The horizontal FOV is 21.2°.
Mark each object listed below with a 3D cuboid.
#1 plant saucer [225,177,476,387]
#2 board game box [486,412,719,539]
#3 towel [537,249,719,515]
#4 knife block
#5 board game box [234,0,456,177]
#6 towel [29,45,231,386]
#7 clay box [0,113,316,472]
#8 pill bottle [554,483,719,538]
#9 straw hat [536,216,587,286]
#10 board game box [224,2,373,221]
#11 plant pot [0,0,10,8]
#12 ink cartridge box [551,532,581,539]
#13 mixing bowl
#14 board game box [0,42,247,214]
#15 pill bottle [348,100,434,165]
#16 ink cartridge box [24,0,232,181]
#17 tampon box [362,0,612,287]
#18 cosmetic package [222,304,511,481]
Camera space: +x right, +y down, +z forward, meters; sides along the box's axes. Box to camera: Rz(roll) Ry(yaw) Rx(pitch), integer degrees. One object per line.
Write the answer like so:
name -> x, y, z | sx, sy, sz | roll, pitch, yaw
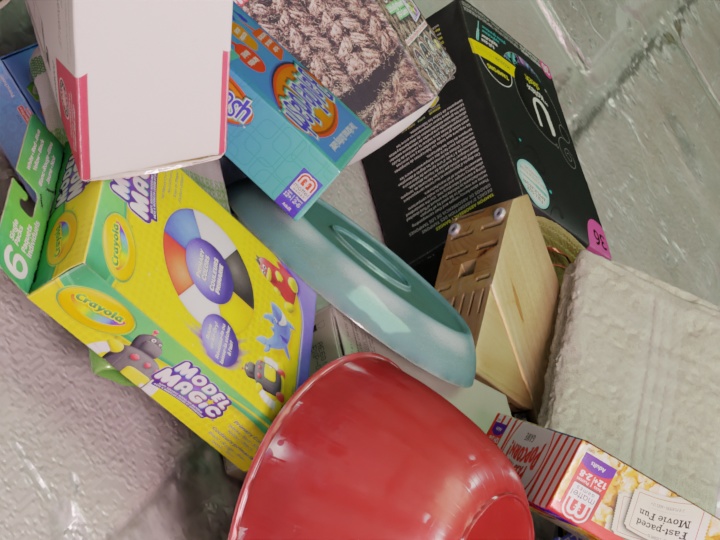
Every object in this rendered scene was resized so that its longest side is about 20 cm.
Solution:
plant saucer -> 0.000, 0.000, 1.210 | 0.200, 0.027, 0.200 | 37, 8, -6
board game box -> 0.176, 0.157, 1.139 | 0.199, 0.047, 0.151 | 30, -5, -13
towel -> 0.186, 0.086, 1.306 | 0.132, 0.035, 0.201 | 23, 52, -8
knife block -> 0.124, 0.073, 1.362 | 0.175, 0.064, 0.201 | 35, 57, -32
board game box -> -0.058, -0.169, 1.300 | 0.201, 0.159, 0.097 | 56, 17, -7
towel -> -0.123, -0.021, 1.100 | 0.149, 0.031, 0.202 | 19, 52, -52
clay box -> -0.105, 0.005, 1.029 | 0.200, 0.047, 0.116 | 44, 34, -34
pill bottle -> 0.228, 0.163, 1.424 | 0.110, 0.200, 0.112 | 10, 52, -14
straw hat -> 0.107, 0.065, 1.452 | 0.200, 0.085, 0.203 | 13, 71, -40
board game box -> -0.086, -0.126, 1.185 | 0.200, 0.045, 0.152 | 43, 15, -4
plant pot -> -0.277, -0.174, 0.915 | 0.200, 0.134, 0.201 | 45, 27, -31
ink cartridge box -> 0.173, 0.235, 1.334 | 0.200, 0.136, 0.077 | 29, 36, -50
mixing bowl -> 0.026, 0.154, 1.048 | 0.200, 0.108, 0.202 | -29, 125, -51
board game box -> -0.147, -0.078, 1.182 | 0.152, 0.036, 0.200 | 59, 23, -6
pill bottle -> -0.037, -0.185, 1.432 | 0.201, 0.109, 0.110 | 54, 24, -14
ink cartridge box -> -0.131, -0.170, 0.993 | 0.147, 0.082, 0.201 | 96, -24, -49
tampon box -> 0.093, -0.085, 1.553 | 0.150, 0.126, 0.201 | 28, 39, -50
cosmetic package -> 0.008, 0.101, 1.205 | 0.200, 0.103, 0.074 | 29, 39, -47
